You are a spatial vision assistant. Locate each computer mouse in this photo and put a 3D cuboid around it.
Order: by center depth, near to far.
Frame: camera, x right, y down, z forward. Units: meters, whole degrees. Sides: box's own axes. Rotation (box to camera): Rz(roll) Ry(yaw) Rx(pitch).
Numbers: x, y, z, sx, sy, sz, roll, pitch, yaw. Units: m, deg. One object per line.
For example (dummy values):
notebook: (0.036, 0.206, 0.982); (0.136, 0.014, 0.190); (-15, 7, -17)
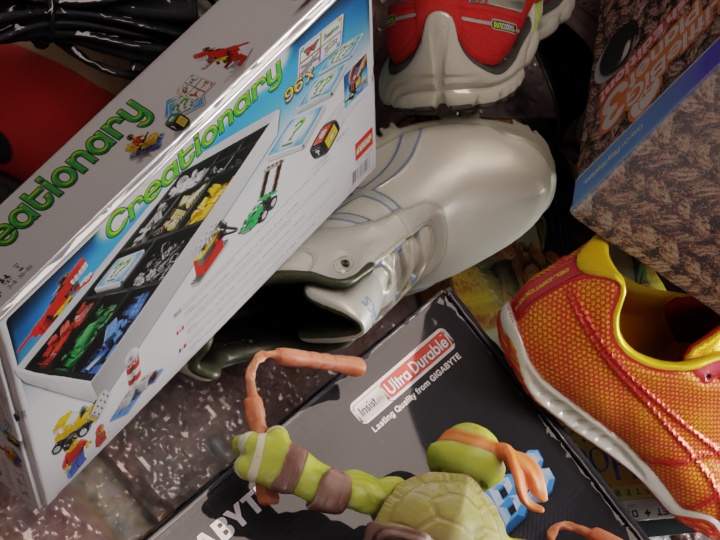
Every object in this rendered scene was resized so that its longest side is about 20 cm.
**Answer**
computer mouse: (-0.135, -0.152, 0.885); (0.138, 0.053, 0.200); (-1, 41, -30)

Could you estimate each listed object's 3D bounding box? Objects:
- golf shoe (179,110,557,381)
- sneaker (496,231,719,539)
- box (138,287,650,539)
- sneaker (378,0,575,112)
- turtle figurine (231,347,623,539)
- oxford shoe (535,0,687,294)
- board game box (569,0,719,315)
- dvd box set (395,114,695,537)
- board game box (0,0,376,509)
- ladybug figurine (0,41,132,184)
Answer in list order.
golf shoe: (0.000, 0.000, 0.971); (0.199, 0.079, 0.097); (-19, 36, -14)
sneaker: (0.143, 0.056, 1.007); (0.200, 0.077, 0.073); (35, 29, -39)
box: (0.023, 0.143, 0.951); (0.200, 0.050, 0.199); (-38, 91, -28)
sneaker: (0.053, -0.139, 1.043); (0.076, 0.086, 0.200); (1, 27, 9)
turtle figurine: (0.030, 0.123, 0.895); (0.199, 0.064, 0.162); (28, 67, -15)
oxford shoe: (0.127, -0.041, 1.082); (0.072, 0.071, 0.201); (-3, 57, -29)
board game box: (0.179, -0.106, 0.990); (0.097, 0.159, 0.201); (32, 38, -15)
dvd box set: (0.096, 0.025, 1.087); (0.145, 0.029, 0.201); (0, 66, -32)
board game box: (-0.067, -0.020, 0.864); (0.035, 0.127, 0.200); (33, 62, 22)
ladybug figurine: (-0.139, -0.077, 0.937); (0.199, 0.136, 0.072); (25, 86, 9)
